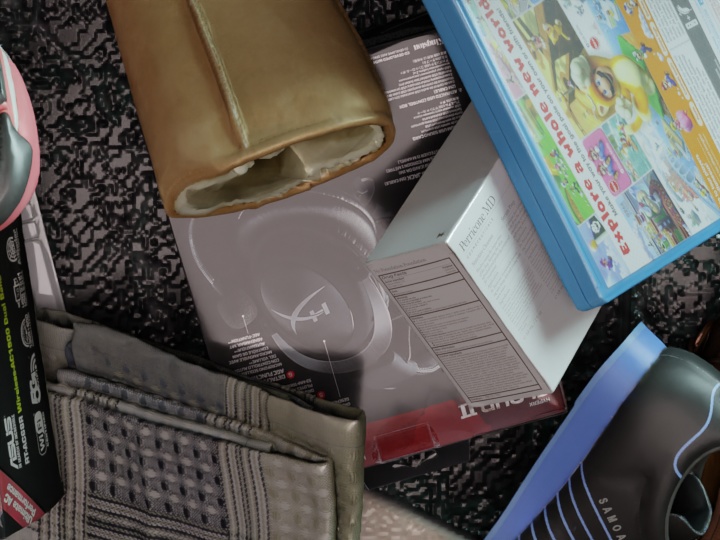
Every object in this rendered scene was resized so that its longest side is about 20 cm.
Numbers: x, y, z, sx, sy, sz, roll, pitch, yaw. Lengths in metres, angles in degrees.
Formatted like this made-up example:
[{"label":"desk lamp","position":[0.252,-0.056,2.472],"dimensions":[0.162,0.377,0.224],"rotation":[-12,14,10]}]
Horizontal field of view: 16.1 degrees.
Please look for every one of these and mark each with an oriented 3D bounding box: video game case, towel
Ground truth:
[{"label":"video game case","position":[0.121,-0.083,1.066],"dimensions":[0.018,0.200,0.144],"rotation":[-24,93,46]},{"label":"towel","position":[-0.086,0.128,1.120],"dimensions":[0.192,0.034,0.201],"rotation":[16,110,33]}]

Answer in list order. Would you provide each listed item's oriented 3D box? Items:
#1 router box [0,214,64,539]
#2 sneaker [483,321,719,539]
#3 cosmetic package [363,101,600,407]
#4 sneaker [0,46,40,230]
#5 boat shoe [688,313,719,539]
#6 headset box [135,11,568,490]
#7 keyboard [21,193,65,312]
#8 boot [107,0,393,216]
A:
[{"label":"router box","position":[-0.238,0.040,1.114],"dimensions":[0.199,0.062,0.151],"rotation":[-4,102,19]},{"label":"sneaker","position":[0.104,0.120,1.137],"dimensions":[0.078,0.070,0.200],"rotation":[36,120,10]},{"label":"cosmetic package","position":[0.080,-0.042,1.067],"dimensions":[0.051,0.200,0.083],"rotation":[-12,123,41]},{"label":"sneaker","position":[-0.160,-0.065,1.030],"dimensions":[0.074,0.200,0.087],"rotation":[-45,130,4]},{"label":"boat shoe","position":[0.176,0.054,1.150],"dimensions":[0.067,0.072,0.201],"rotation":[-1,104,-3]},{"label":"headset box","position":[0.000,0.000,1.133],"dimensions":[0.148,0.077,0.201],"rotation":[-16,102,3]},{"label":"keyboard","position":[-0.173,-0.021,1.158],"dimensions":[0.056,0.011,0.201],"rotation":[-13,102,1]},{"label":"boot","position":[-0.099,-0.113,1.059],"dimensions":[0.175,0.066,0.201],"rotation":[-22,70,4]}]
